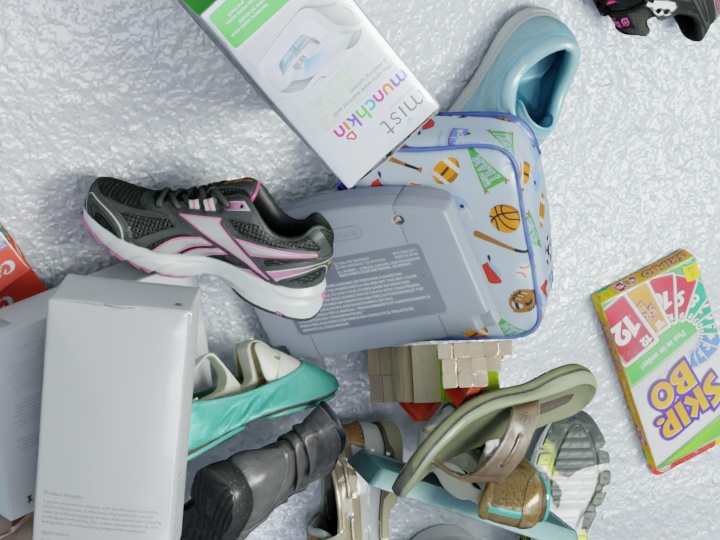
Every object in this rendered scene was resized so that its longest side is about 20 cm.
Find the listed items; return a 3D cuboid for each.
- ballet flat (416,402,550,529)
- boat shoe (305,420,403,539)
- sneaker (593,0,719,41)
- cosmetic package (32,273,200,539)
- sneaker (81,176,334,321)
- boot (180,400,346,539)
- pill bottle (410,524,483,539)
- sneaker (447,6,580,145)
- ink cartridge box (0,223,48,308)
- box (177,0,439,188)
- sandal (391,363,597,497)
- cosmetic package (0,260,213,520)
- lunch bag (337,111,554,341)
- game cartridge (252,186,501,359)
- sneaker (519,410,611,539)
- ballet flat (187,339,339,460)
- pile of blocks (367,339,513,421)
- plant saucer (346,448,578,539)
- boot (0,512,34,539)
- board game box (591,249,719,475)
[{"bbox_3d":[0.089,0.153,1.660,0.072,0.200,0.068,1,113,-18],"label":"ballet flat"},{"bbox_3d":[-0.013,0.225,1.727,0.068,0.075,0.201,2,98,-20],"label":"boat shoe"},{"bbox_3d":[0.215,-0.234,1.630,0.199,0.077,0.084,16,100,-23],"label":"sneaker"},{"bbox_3d":[-0.179,0.111,1.489,0.107,0.085,0.201,7,102,0],"label":"cosmetic package"},{"bbox_3d":[-0.110,-0.040,1.557,0.199,0.080,0.087,18,118,-8],"label":"sneaker"},{"bbox_3d":[-0.083,0.186,1.651,0.131,0.200,0.070,-28,78,-32],"label":"boot"},{"bbox_3d":[0.100,0.296,1.718,0.110,0.200,0.111,-7,112,-17],"label":"pill bottle"},{"bbox_3d":[0.114,-0.113,1.633,0.074,0.082,0.201,16,107,-23],"label":"sneaker"},{"bbox_3d":[-0.316,-0.002,1.537,0.109,0.050,0.200,-36,117,-4],"label":"ink cartridge box"},{"bbox_3d":[-0.053,-0.179,1.483,0.097,0.200,0.177,-41,119,0],"label":"box"},{"bbox_3d":[0.112,0.129,1.566,0.200,0.057,0.080,-21,157,-29],"label":"sandal"},{"bbox_3d":[-0.210,0.085,1.573,0.199,0.052,0.151,-22,116,-35],"label":"cosmetic package"},{"bbox_3d":[0.068,-0.039,1.617,0.160,0.076,0.201,0,122,18],"label":"lunch bag"},{"bbox_3d":[0.000,0.000,1.603,0.199,0.041,0.134,-9,123,27],"label":"game cartridge"},{"bbox_3d":[0.168,0.221,1.791,0.074,0.085,0.201,8,86,-15],"label":"sneaker"},{"bbox_3d":[-0.097,0.094,1.603,0.200,0.067,0.071,-21,104,-40],"label":"ballet flat"},{"bbox_3d":[0.068,0.089,1.625,0.082,0.200,0.062,-2,88,-23],"label":"pile of blocks"},{"bbox_3d":[0.088,0.189,1.679,0.199,0.070,0.019,21,95,-20],"label":"plant saucer"},{"bbox_3d":[-0.258,0.225,1.642,0.199,0.070,0.147,8,112,-20],"label":"boot"},{"bbox_3d":[0.278,0.088,1.804,0.095,0.030,0.201,-26,119,-9],"label":"board game box"}]
